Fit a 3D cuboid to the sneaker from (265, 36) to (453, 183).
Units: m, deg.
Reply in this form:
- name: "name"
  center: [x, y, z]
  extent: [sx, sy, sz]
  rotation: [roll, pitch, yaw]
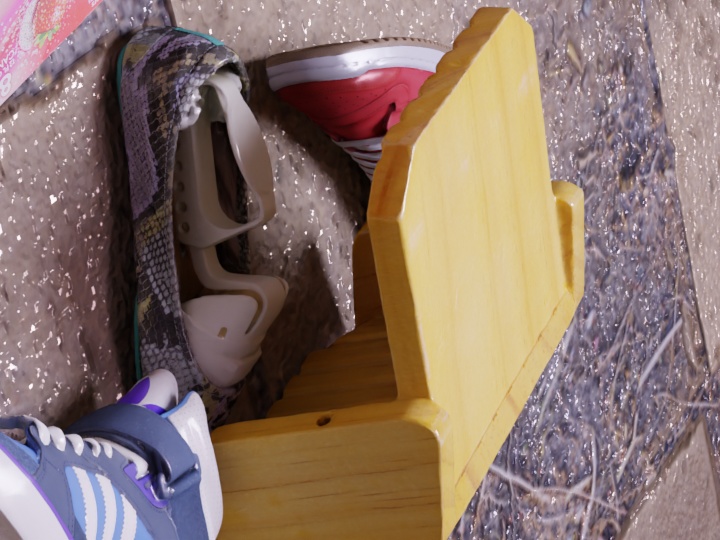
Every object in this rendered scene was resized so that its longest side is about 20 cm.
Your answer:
- name: "sneaker"
  center: [0.018, -0.056, 1.220]
  extent: [0.200, 0.071, 0.113]
  rotation: [0, 88, -62]

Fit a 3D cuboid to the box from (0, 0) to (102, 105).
- name: "box"
  center: [-0.124, -0.166, 0.910]
  extent: [0.200, 0.094, 0.103]
  rotation: [-53, 156, -37]

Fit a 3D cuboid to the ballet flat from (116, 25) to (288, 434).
- name: "ballet flat"
  center: [-0.068, -0.009, 1.080]
  extent: [0.072, 0.072, 0.201]
  rotation: [-22, 110, -57]

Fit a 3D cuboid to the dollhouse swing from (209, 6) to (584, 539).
- name: "dollhouse swing"
  center: [0.000, 0.000, 1.099]
  extent: [0.176, 0.181, 0.200]
  rotation: [65, 35, -24]

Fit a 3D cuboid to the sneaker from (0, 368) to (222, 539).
- name: "sneaker"
  center: [-0.123, 0.081, 0.991]
  extent: [0.200, 0.080, 0.147]
  rotation: [60, 35, -37]
